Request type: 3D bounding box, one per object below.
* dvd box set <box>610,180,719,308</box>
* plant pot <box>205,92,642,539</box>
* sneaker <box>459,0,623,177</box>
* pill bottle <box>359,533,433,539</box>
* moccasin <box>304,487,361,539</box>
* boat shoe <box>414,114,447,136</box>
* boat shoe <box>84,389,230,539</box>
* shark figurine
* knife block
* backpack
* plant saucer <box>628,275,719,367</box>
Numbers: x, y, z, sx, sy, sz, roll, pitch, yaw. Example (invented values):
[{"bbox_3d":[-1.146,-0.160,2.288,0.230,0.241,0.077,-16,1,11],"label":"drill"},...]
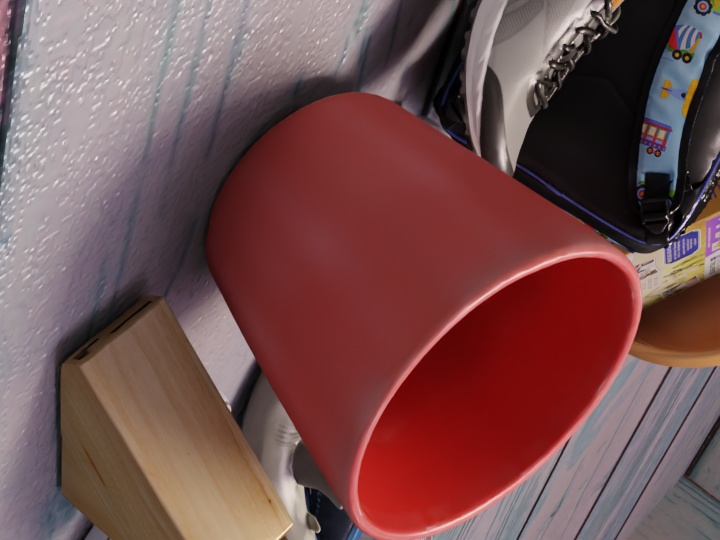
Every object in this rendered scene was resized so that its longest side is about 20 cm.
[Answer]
[{"bbox_3d":[0.198,-0.005,1.210,0.199,0.030,0.146,-25,159,3],"label":"dvd box set"},{"bbox_3d":[0.022,0.012,0.907,0.200,0.177,0.201,-29,146,-22],"label":"plant pot"},{"bbox_3d":[0.108,-0.141,0.963,0.074,0.079,0.202,53,55,-71],"label":"sneaker"},{"bbox_3d":[0.001,0.208,1.369,0.116,0.116,0.200,-48,162,-16],"label":"pill bottle"},{"bbox_3d":[-0.013,0.131,1.230,0.080,0.068,0.202,-25,134,-83],"label":"moccasin"},{"bbox_3d":[0.015,0.000,1.068,0.071,0.072,0.202,-19,120,-29],"label":"boat shoe"},{"bbox_3d":[-0.127,0.166,1.048,0.201,0.066,0.070,-55,162,7],"label":"boat shoe"},{"bbox_3d":[-0.063,0.167,1.127,0.089,0.216,0.128,-7,169,-28],"label":"shark figurine"},{"bbox_3d":[-0.081,0.132,0.924,0.064,0.175,0.201,-42,159,-33],"label":"knife block"},{"bbox_3d":[0.164,-0.132,1.058,0.201,0.182,0.135,-60,169,1],"label":"backpack"},{"bbox_3d":[0.268,0.001,1.301,0.200,0.199,0.038,-46,134,-20],"label":"plant saucer"}]
